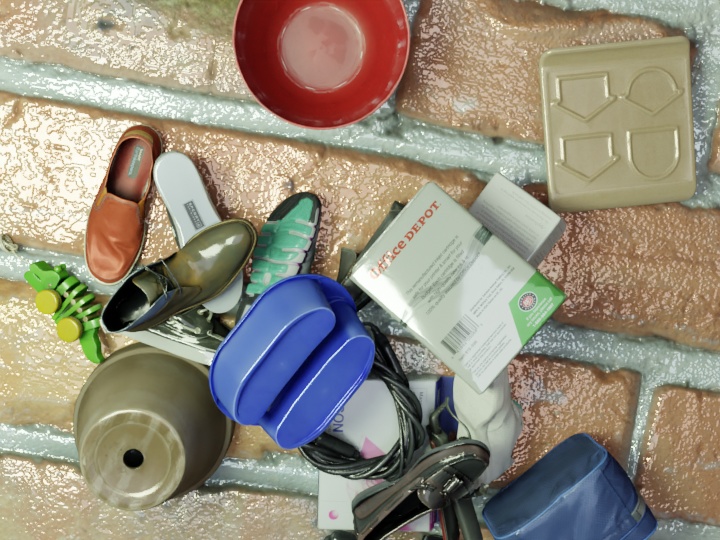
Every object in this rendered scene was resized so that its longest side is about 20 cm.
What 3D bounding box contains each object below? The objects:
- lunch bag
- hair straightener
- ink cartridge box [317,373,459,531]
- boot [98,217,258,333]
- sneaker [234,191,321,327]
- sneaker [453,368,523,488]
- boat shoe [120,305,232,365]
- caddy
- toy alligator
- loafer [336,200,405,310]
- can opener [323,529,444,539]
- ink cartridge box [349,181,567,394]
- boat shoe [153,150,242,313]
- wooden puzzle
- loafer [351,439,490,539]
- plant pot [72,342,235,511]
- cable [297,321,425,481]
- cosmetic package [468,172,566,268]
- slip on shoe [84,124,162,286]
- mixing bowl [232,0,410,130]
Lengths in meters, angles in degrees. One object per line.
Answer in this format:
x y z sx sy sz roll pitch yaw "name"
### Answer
0.255 0.317 1.208 0.200 0.136 0.133 -38 97 3 "lunch bag"
0.128 0.254 1.206 0.077 0.041 0.201 -2 100 37 "hair straightener"
0.046 0.230 1.236 0.199 0.043 0.198 1 97 -1 "ink cartridge box"
-0.205 0.013 1.099 0.200 0.097 0.075 -36 91 13 "boot"
-0.088 0.005 1.201 0.074 0.087 0.201 14 77 34 "sneaker"
0.167 0.172 1.207 0.088 0.075 0.201 -16 125 -27 "sneaker"
-0.205 0.068 1.188 0.199 0.071 0.064 17 99 -3 "boat shoe"
-0.080 0.100 1.104 0.141 0.105 0.200 37 93 -32 "caddy"
-0.361 0.021 1.177 0.054 0.059 0.200 -38 89 13 "toy alligator"
0.000 0.000 1.196 0.200 0.073 0.072 -42 87 -6 "loafer"
0.047 0.373 1.247 0.199 0.079 0.064 16 140 -8 "can opener"
0.109 0.019 1.102 0.200 0.083 0.147 43 93 9 "ink cartridge box"
-0.196 -0.047 1.177 0.070 0.066 0.201 -25 99 -5 "boat shoe"
0.313 -0.178 1.200 0.184 0.046 0.201 -6 102 -2 "wooden puzzle"
0.073 0.270 1.159 0.200 0.063 0.072 -34 122 25 "loafer"
-0.252 0.196 1.151 0.199 0.174 0.201 0 97 -4 "plant pot"
-0.012 0.172 1.181 0.163 0.051 0.201 -25 95 -1 "cable"
0.149 -0.006 1.182 0.102 0.074 0.200 39 96 19 "cosmetic package"
-0.288 -0.078 1.172 0.074 0.061 0.201 17 97 -6 "slip on shoe"
-0.045 -0.263 1.137 0.199 0.108 0.201 0 97 -2 "mixing bowl"
